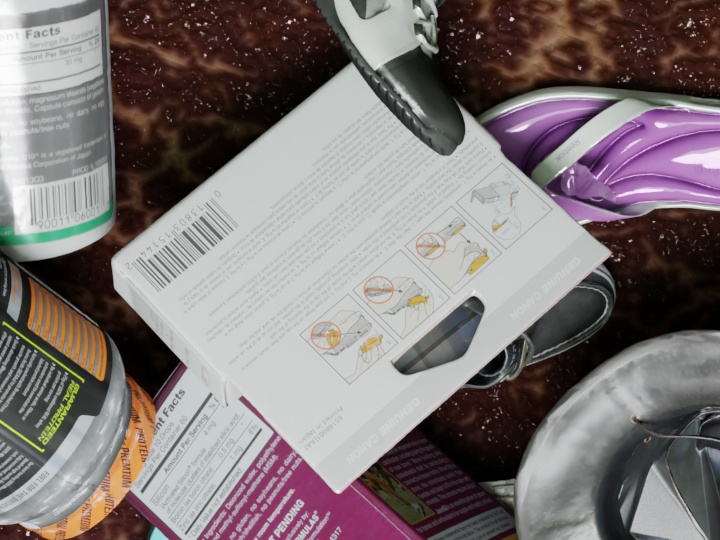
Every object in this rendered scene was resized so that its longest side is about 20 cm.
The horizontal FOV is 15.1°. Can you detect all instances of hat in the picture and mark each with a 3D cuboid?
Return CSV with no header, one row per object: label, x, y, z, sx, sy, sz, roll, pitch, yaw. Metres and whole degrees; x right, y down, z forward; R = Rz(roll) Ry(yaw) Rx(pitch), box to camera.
hat,0.183,0.117,1.451,0.200,0.081,0.201,4,104,15

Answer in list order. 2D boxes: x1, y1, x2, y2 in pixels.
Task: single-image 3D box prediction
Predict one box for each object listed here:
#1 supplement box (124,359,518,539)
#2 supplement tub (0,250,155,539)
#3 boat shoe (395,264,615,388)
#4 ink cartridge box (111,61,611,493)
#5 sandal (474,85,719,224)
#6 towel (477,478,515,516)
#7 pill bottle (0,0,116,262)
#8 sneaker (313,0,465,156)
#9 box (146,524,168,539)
supplement box,-0.018,0.132,1.478,0.200,0.131,0.103,42,109,16
supplement tub,-0.206,0.049,1.397,0.122,0.123,0.200,-40,124,15
boat shoe,0.059,0.035,1.475,0.199,0.066,0.070,-6,118,-25
ink cartridge box,0.000,0.000,1.425,0.200,0.045,0.176,-40,73,-16
sandal,0.140,-0.059,1.484,0.202,0.050,0.083,-7,110,4
towel,0.125,0.186,1.526,0.199,0.024,0.147,-3,94,12
pill bottle,-0.188,-0.115,1.440,0.113,0.113,0.201,0,110,2
sneaker,0.014,-0.157,1.414,0.088,0.074,0.200,-31,81,1
box,-0.033,0.196,1.583,0.199,0.049,0.083,18,110,-5
